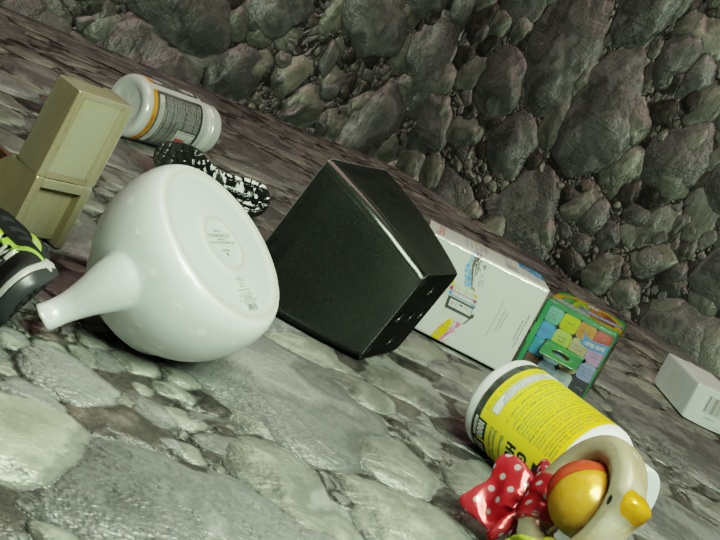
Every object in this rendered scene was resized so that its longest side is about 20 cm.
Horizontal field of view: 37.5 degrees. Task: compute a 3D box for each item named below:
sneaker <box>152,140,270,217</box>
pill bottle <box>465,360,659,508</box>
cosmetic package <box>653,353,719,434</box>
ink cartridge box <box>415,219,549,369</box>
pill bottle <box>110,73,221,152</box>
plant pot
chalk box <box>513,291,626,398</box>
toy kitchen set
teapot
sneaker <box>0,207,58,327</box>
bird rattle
[{"bbox_3d":[-0.246,-0.141,1.720,0.200,0.076,0.088,28,-4,-12],"label":"sneaker"},{"bbox_3d":[0.210,0.188,1.112,0.112,0.113,0.200,17,15,-42],"label":"pill bottle"},{"bbox_3d":[0.634,0.232,1.997,0.102,0.074,0.200,26,9,-4],"label":"cosmetic package"},{"bbox_3d":[0.159,0.035,1.602,0.200,0.145,0.147,27,11,1],"label":"ink cartridge box"},{"bbox_3d":[-0.355,-0.280,1.934,0.116,0.117,0.200,34,13,34],"label":"pill bottle"},{"bbox_3d":[0.000,0.000,1.332,0.177,0.200,0.199,44,15,16],"label":"plant pot"},{"bbox_3d":[0.330,0.118,1.676,0.125,0.124,0.200,29,11,14],"label":"chalk box"},{"bbox_3d":[-0.347,-0.146,1.171,0.200,0.181,0.163,38,14,28],"label":"toy kitchen set"},{"bbox_3d":[-0.180,0.008,0.985,0.200,0.146,0.198,44,26,-35],"label":"teapot"},{"bbox_3d":[-0.311,-0.011,0.891,0.083,0.072,0.200,49,-8,-21],"label":"sneaker"},{"bbox_3d":[0.170,0.204,0.868,0.113,0.163,0.200,44,19,-7],"label":"bird rattle"}]
